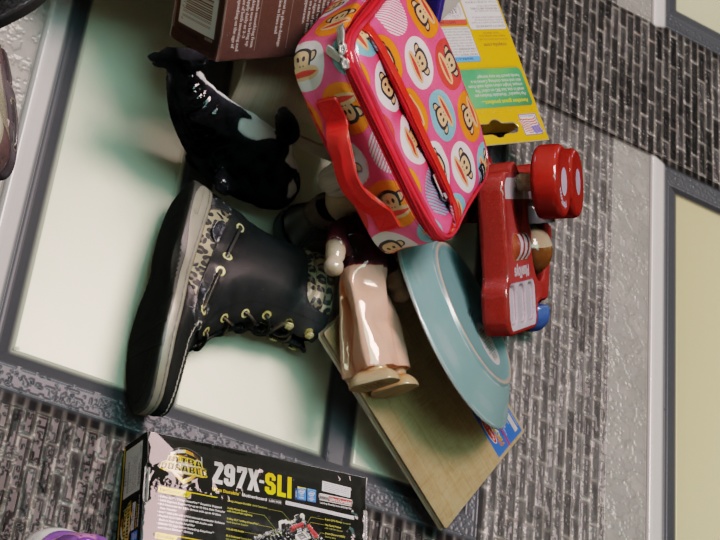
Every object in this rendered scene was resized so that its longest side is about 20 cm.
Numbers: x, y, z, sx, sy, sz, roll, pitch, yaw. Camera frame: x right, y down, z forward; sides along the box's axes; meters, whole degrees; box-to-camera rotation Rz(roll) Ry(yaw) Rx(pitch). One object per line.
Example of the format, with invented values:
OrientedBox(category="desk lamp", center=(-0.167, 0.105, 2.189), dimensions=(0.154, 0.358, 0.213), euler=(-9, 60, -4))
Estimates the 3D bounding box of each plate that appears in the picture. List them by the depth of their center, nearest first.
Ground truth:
OrientedBox(category="plate", center=(0.089, 0.041, 1.360), dimensions=(0.201, 0.025, 0.201), euler=(55, 17, -26))

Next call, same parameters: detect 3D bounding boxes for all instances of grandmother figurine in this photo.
OrientedBox(category="grandmother figurine", center=(0.000, 0.000, 1.300), dimensions=(0.121, 0.060, 0.202), euler=(35, 43, -66))

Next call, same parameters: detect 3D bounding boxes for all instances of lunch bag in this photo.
OrientedBox(category="lunch bag", center=(0.022, -0.120, 1.269), dimensions=(0.201, 0.081, 0.176), euler=(63, 35, -23))

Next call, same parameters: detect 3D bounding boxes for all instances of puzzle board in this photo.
OrientedBox(category="puzzle board", center=(0.055, 0.101, 1.362), dimensions=(0.151, 0.017, 0.201), euler=(-42, 105, -45))

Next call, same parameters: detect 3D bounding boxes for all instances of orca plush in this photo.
OrientedBox(category="orca plush", center=(-0.104, -0.100, 1.292), dimensions=(0.104, 0.201, 0.072), euler=(-9, 54, 7))

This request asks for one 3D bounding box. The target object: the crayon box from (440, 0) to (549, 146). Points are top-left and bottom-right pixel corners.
OrientedBox(category="crayon box", center=(0.093, -0.203, 1.534), dimensions=(0.125, 0.052, 0.202), euler=(-8, 72, -36))

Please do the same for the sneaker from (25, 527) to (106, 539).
OrientedBox(category="sneaker", center=(-0.196, 0.271, 1.088), dimensions=(0.080, 0.088, 0.202), euler=(5, 66, -33))

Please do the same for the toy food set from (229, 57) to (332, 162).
OrientedBox(category="toy food set", center=(-0.046, -0.185, 1.410), dimensions=(0.143, 0.060, 0.201), euler=(23, 45, -19))

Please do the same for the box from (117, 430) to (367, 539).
OrientedBox(category="box", center=(-0.089, 0.223, 1.208), dimensions=(0.199, 0.049, 0.161), euler=(15, 58, -27))

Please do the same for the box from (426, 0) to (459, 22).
OrientedBox(category="box", center=(0.021, -0.357, 1.434), dimensions=(0.199, 0.185, 0.105), euler=(26, 50, 14))

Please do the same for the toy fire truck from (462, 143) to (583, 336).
OrientedBox(category="toy fire truck", center=(0.141, -0.026, 1.431), dimensions=(0.200, 0.111, 0.170), euler=(-5, 93, -73))

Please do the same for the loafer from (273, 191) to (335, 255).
OrientedBox(category="loafer", center=(0.016, -0.054, 1.402), dimensions=(0.199, 0.063, 0.072), euler=(-18, 76, -38))

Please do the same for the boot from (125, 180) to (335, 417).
OrientedBox(category="boot", center=(-0.101, 0.042, 1.274), dimensions=(0.153, 0.073, 0.205), euler=(25, 57, -25))

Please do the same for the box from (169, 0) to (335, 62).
OrientedBox(category="box", center=(-0.057, -0.237, 1.312), dimensions=(0.199, 0.101, 0.075), euler=(-9, 30, -41))

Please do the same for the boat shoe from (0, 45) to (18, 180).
OrientedBox(category="boat shoe", center=(-0.310, -0.153, 1.233), dimensions=(0.071, 0.065, 0.201), euler=(-23, 56, 1))

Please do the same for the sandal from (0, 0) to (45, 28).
OrientedBox(category="sandal", center=(-0.319, -0.177, 1.189), dimensions=(0.045, 0.199, 0.075), euler=(54, 14, -48))
